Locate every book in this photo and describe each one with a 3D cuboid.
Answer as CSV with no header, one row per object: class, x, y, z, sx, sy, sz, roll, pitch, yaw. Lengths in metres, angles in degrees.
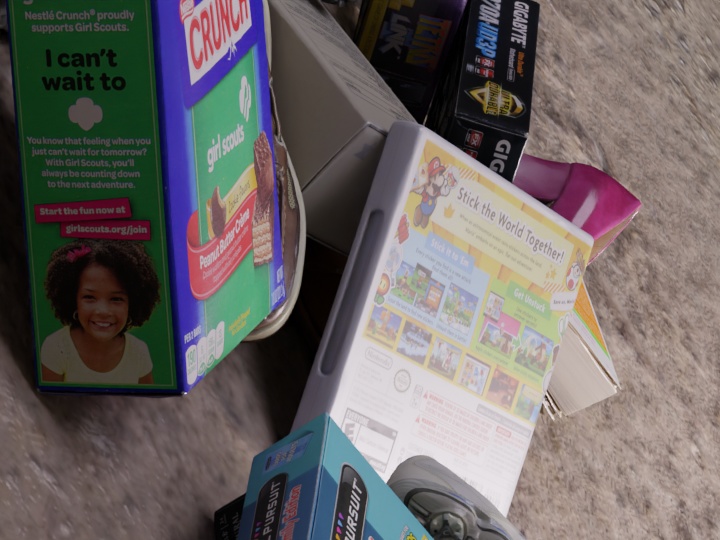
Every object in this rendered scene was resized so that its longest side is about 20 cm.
book,0.102,-0.021,1.850,0.134,0.048,0.200,56,15,-36

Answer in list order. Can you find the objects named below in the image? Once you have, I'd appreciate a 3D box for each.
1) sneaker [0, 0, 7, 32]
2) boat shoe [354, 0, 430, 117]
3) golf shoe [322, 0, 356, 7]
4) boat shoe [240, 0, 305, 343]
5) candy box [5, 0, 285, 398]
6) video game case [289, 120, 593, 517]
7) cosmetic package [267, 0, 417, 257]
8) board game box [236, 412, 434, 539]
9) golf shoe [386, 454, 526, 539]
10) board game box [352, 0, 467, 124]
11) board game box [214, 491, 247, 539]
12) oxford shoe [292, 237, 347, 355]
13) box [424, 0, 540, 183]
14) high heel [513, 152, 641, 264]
sneaker,-0.150,-0.164,1.369,0.075,0.115,0.200,61,19,10
boat shoe,0.034,-0.137,1.861,0.072,0.066,0.200,42,3,-42
golf shoe,-0.061,-0.215,1.522,0.095,0.078,0.200,47,0,38
boat shoe,-0.073,-0.067,1.421,0.075,0.074,0.203,73,6,-71
candy box,-0.093,-0.062,1.286,0.169,0.077,0.201,-46,133,-70
video game case,0.045,0.038,1.511,0.200,0.023,0.183,29,77,-54
cosmetic package,-0.043,-0.102,1.536,0.105,0.071,0.200,29,20,-53
board game box,0.021,0.182,1.278,0.200,0.047,0.151,50,21,-20
golf shoe,0.081,0.167,1.412,0.200,0.078,0.097,53,14,-18
board game box,0.041,-0.196,1.716,0.200,0.056,0.166,110,-7,-62
board game box,0.010,0.201,1.338,0.200,0.028,0.136,41,25,-40
oxford shoe,0.000,0.000,1.562,0.071,0.071,0.201,33,33,-55
box,0.057,-0.056,1.662,0.046,0.159,0.200,16,26,-3
high heel,0.110,0.023,1.695,0.096,0.067,0.201,18,54,-11
